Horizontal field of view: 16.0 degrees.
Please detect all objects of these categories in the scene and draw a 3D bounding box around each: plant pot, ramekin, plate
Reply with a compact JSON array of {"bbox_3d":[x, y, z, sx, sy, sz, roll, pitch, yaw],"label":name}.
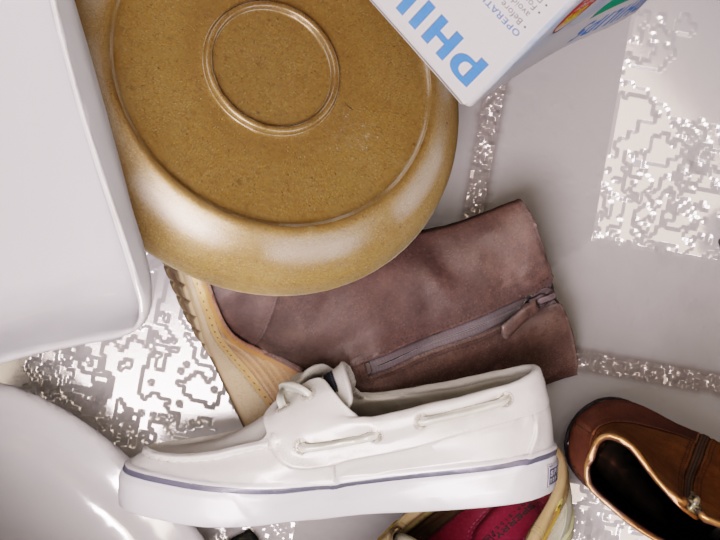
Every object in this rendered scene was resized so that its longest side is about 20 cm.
[{"bbox_3d":[-0.043,-0.088,1.157,0.199,0.027,0.201,8,68,-20],"label":"plant pot"},{"bbox_3d":[-0.146,0.154,1.128,0.098,0.200,0.201,-43,91,16],"label":"ramekin"},{"bbox_3d":[-0.165,-0.060,1.134,0.032,0.199,0.201,-16,91,-40],"label":"plate"}]

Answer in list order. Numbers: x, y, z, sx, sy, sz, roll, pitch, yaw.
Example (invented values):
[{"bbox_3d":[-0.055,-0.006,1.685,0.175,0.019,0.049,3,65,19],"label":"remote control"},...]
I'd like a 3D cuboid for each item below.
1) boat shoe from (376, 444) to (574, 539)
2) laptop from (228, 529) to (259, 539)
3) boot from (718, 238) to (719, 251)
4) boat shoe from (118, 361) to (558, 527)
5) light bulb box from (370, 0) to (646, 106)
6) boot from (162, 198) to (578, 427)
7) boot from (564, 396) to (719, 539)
[{"bbox_3d":[0.025,0.146,1.177,0.074,0.067,0.200,33,57,22],"label":"boat shoe"},{"bbox_3d":[-0.085,0.266,1.223,0.187,0.116,0.200,-27,49,-1],"label":"laptop"},{"bbox_3d":[0.241,-0.106,1.209,0.199,0.069,0.175,-20,93,1],"label":"boot"},{"bbox_3d":[-0.012,0.074,1.151,0.199,0.072,0.066,-3,100,8],"label":"boat shoe"},{"bbox_3d":[0.107,-0.198,1.109,0.125,0.198,0.200,49,123,6],"label":"light bulb box"},{"bbox_3d":[0.000,0.000,1.202,0.166,0.072,0.201,-26,113,-6],"label":"boot"},{"bbox_3d":[0.179,0.116,1.151,0.188,0.200,0.069,37,91,0],"label":"boot"}]
